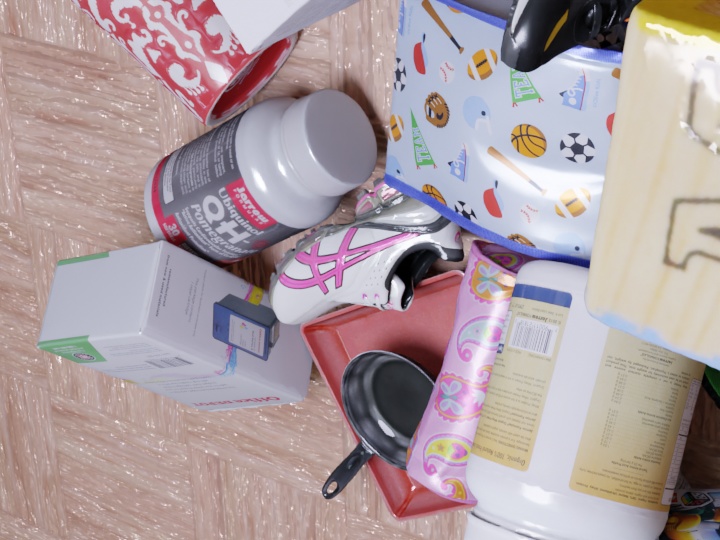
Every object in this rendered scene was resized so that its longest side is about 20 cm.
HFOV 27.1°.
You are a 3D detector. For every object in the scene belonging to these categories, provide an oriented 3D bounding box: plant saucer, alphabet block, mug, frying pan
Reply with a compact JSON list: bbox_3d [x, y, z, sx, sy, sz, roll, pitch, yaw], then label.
[{"bbox_3d":[0.065,0.106,1.274,0.199,0.037,0.201,-20,99,43],"label":"plant saucer"},{"bbox_3d":[0.267,-0.063,0.887,0.195,0.195,0.202,21,125,26],"label":"alphabet block"},{"bbox_3d":[-0.153,-0.230,1.193,0.200,0.133,0.178,46,163,4],"label":"mug"},{"bbox_3d":[0.029,0.146,1.277,0.114,0.031,0.191,28,131,24],"label":"frying pan"}]

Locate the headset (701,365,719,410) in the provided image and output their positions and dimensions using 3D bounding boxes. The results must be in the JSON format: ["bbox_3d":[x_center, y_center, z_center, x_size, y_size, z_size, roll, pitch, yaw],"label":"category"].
[{"bbox_3d":[0.320,0.077,1.051,0.200,0.093,0.124,49,139,27],"label":"headset"}]

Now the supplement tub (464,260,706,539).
[{"bbox_3d":[0.154,0.106,1.036,0.143,0.144,0.202,14,88,32],"label":"supplement tub"}]

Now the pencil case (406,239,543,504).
[{"bbox_3d":[0.099,0.077,1.154,0.087,0.087,0.202,24,106,26],"label":"pencil case"}]

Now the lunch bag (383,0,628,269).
[{"bbox_3d":[0.124,-0.110,1.047,0.199,0.123,0.171,33,132,42],"label":"lunch bag"}]

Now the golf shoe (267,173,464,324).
[{"bbox_3d":[0.000,0.000,1.212,0.200,0.072,0.093,-37,65,35],"label":"golf shoe"}]

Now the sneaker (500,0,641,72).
[{"bbox_3d":[0.169,-0.185,0.934,0.090,0.200,0.070,34,154,15],"label":"sneaker"}]

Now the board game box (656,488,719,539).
[{"bbox_3d":[0.302,0.195,1.022,0.198,0.126,0.035,-3,114,10],"label":"board game box"}]

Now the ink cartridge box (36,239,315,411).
[{"bbox_3d":[-0.156,0.054,1.310,0.144,0.199,0.088,-9,62,41],"label":"ink cartridge box"}]

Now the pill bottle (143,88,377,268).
[{"bbox_3d":[-0.081,-0.077,1.240,0.199,0.111,0.111,-23,98,43],"label":"pill bottle"}]

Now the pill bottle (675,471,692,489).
[{"bbox_3d":[0.210,0.201,1.156,0.114,0.114,0.201,-33,91,43],"label":"pill bottle"}]

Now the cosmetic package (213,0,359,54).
[{"bbox_3d":[-0.009,-0.220,1.048,0.082,0.200,0.051,-36,90,43],"label":"cosmetic package"}]
